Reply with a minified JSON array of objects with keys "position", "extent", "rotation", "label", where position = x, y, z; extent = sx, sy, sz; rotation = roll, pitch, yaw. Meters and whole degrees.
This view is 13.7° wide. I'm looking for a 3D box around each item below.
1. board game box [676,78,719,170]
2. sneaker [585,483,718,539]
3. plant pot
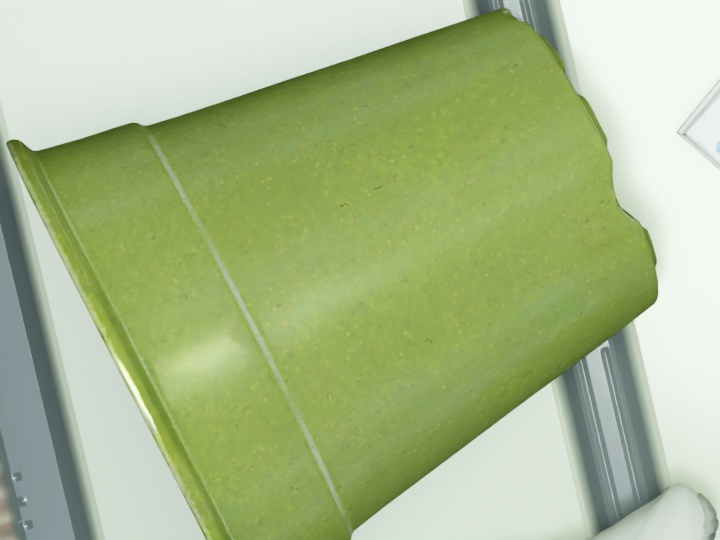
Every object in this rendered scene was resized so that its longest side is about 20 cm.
[{"position":[0.234,-0.035,1.117],"extent":[0.200,0.035,0.126],"rotation":[41,96,3],"label":"board game box"},{"position":[0.048,0.142,1.135],"extent":[0.200,0.074,0.087],"rotation":[-39,84,7],"label":"sneaker"},{"position":[0.000,0.000,1.085],"extent":[0.189,0.200,0.201],"rotation":[-27,90,-3],"label":"plant pot"}]
